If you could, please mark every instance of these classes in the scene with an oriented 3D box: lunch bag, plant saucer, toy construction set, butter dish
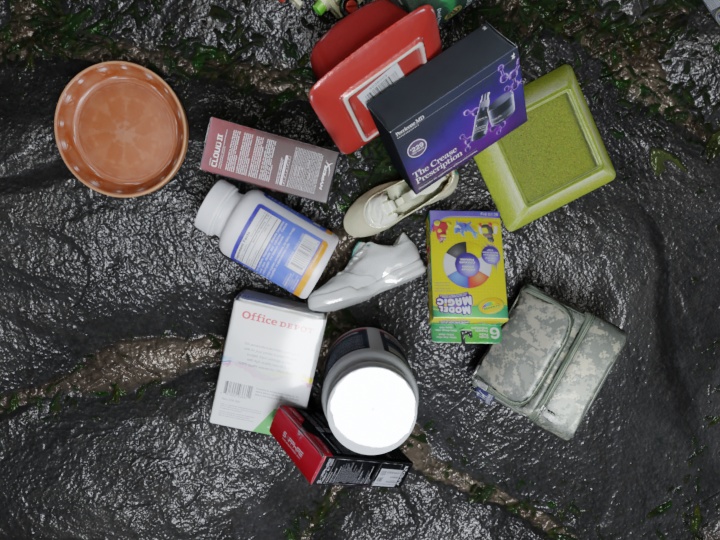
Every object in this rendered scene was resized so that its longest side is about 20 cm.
[{"bbox_3d":[0.285,0.138,0.884,0.167,0.139,0.201,30,94,13],"label":"lunch bag"},{"bbox_3d":[-0.363,-0.214,0.869,0.198,0.032,0.202,0,98,-1],"label":"plant saucer"},{"bbox_3d":[-0.034,-0.448,0.817,0.200,0.092,0.131,-41,122,11],"label":"toy construction set"},{"bbox_3d":[0.285,-0.191,0.885,0.198,0.048,0.201,-27,97,2],"label":"plant saucer"},{"bbox_3d":[0.006,-0.300,0.814,0.199,0.199,0.148,-34,71,4],"label":"butter dish"}]

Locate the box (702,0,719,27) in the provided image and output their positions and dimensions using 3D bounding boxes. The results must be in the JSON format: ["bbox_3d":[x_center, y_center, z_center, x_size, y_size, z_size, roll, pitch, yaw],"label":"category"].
[{"bbox_3d":[0.641,-0.414,0.869,0.160,0.044,0.200,-41,97,3],"label":"box"}]

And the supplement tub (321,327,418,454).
[{"bbox_3d":[0.012,0.173,0.849,0.139,0.200,0.142,0,98,-1],"label":"supplement tub"}]

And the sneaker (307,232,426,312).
[{"bbox_3d":[0.000,0.000,0.887,0.199,0.075,0.089,-21,82,-19],"label":"sneaker"}]

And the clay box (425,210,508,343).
[{"bbox_3d":[0.161,0.008,0.867,0.114,0.048,0.202,0,70,-2],"label":"clay box"}]

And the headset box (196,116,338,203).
[{"bbox_3d":[-0.134,-0.159,0.825,0.198,0.149,0.076,15,97,-5],"label":"headset box"}]

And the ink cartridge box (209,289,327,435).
[{"bbox_3d":[-0.143,0.146,0.897,0.144,0.088,0.202,13,99,-5],"label":"ink cartridge box"}]

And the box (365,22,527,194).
[{"bbox_3d":[0.126,-0.223,0.799,0.199,0.079,0.141,-34,142,2],"label":"box"}]

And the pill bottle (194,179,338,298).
[{"bbox_3d":[-0.143,-0.052,0.858,0.199,0.112,0.113,30,96,-5],"label":"pill bottle"}]

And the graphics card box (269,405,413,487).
[{"bbox_3d":[-0.027,0.267,0.852,0.199,0.125,0.051,22,97,-44],"label":"graphics card box"}]

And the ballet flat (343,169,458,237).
[{"bbox_3d":[0.062,-0.112,0.880,0.199,0.069,0.070,-29,98,2],"label":"ballet flat"}]

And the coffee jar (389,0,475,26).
[{"bbox_3d":[0.137,-0.425,0.819,0.199,0.104,0.086,-33,86,3],"label":"coffee jar"}]
